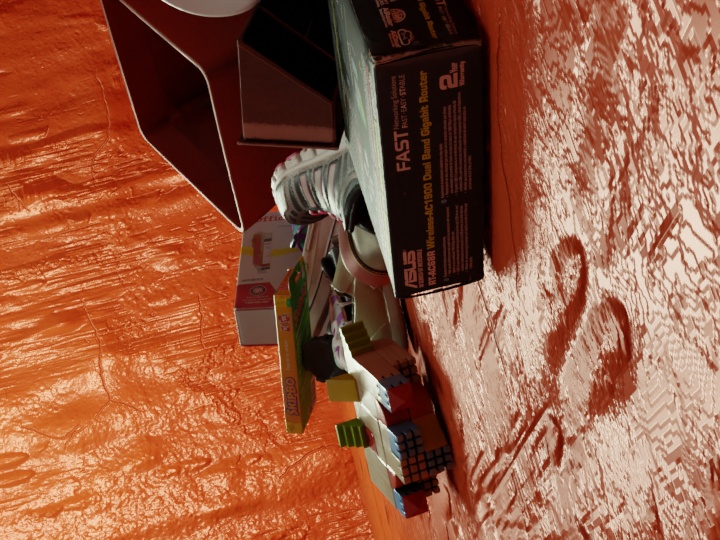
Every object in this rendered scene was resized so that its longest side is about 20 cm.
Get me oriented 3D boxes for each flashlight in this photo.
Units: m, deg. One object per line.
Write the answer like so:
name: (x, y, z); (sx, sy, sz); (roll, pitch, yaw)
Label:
flashlight: (-0.029, 0.092, 1.610); (0.200, 0.067, 0.068); (-26, -73, -74)

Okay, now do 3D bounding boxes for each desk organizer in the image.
desk organizer: (-0.039, -0.170, 0.925); (0.200, 0.071, 0.077); (-78, -10, -56)

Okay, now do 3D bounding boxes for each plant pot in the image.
plant pot: (-0.111, -0.197, 1.211); (0.200, 0.176, 0.200); (41, 154, 35)

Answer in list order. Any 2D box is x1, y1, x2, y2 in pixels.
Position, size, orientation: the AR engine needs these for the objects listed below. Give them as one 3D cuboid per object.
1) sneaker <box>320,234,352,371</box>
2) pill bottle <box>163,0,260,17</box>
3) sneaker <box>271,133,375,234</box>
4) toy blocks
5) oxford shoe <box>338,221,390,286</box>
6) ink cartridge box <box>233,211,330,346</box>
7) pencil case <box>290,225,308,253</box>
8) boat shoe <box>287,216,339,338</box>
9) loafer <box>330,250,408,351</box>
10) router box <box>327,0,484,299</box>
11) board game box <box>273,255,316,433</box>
sneaker: (-0.012, 0.026, 1.481); (0.200, 0.077, 0.140); (-114, 11, -64)
pill bottle: (-0.088, -0.287, 0.901); (0.114, 0.113, 0.200); (82, -159, -51)
sneaker: (-0.007, -0.061, 0.980); (0.200, 0.074, 0.088); (-32, 76, 57)
toy blocks: (0.042, 0.161, 1.249); (0.137, 0.100, 0.201); (-144, 40, -66)
oxford shoe: (0.012, -0.089, 1.081); (0.075, 0.070, 0.201); (-52, 45, 49)
ink cartridge box: (-0.098, 0.007, 1.793); (0.200, 0.145, 0.084); (-89, -6, -46)
pencil case: (-0.072, -0.110, 1.757); (0.093, 0.085, 0.200); (118, 148, -40)
boat shoe: (-0.067, 0.015, 1.636); (0.072, 0.066, 0.201); (-28, -45, -81)
loafer: (0.000, 0.000, 1.324); (0.076, 0.068, 0.201); (125, 132, -84)
router box: (0.026, -0.104, 0.762); (0.200, 0.062, 0.150); (82, 174, -50)
board game box: (-0.079, 0.090, 1.546); (0.096, 0.030, 0.201); (-67, -23, -69)
